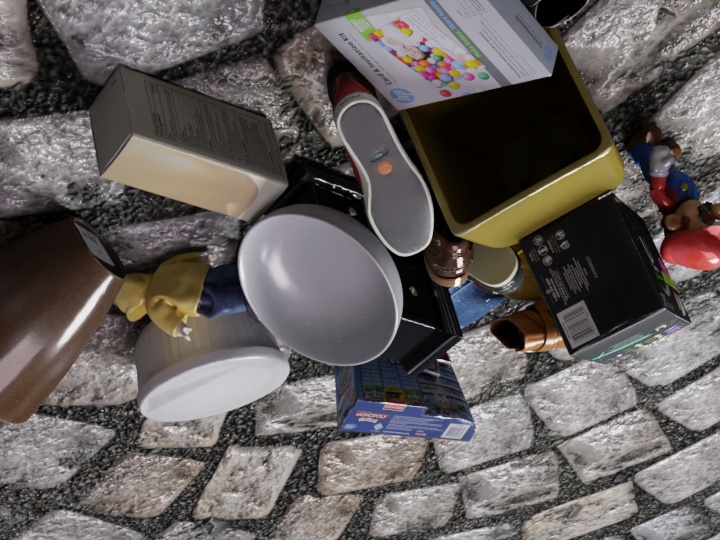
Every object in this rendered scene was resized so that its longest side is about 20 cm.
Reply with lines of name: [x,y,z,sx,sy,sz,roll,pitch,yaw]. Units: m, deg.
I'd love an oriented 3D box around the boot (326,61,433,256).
boot: [0.020,-0.125,1.510,0.072,0.145,0.202,-22,118,3]

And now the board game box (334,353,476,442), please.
board game box: [0.042,0.119,1.793,0.198,0.201,0.062,9,132,-30]

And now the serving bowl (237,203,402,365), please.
serving bowl: [-0.037,0.006,1.540,0.198,0.066,0.202,16,130,20]

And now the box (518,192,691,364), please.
box: [0.289,0.015,1.616,0.123,0.150,0.200,-27,165,17]

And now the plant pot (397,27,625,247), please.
plant pot: [0.184,-0.138,1.553,0.194,0.196,0.200,-29,156,15]

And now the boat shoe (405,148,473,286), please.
boat shoe: [0.085,-0.076,1.577,0.069,0.201,0.071,-13,138,-10]

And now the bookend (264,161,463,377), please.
bookend: [0.000,0.000,1.638,0.198,0.201,0.092,19,134,-38]

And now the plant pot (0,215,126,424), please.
plant pot: [-0.369,0.037,1.574,0.200,0.188,0.187,-40,141,7]

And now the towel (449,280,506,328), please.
towel: [0.116,0.050,1.883,0.199,0.049,0.111,-35,142,22]

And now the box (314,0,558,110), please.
box: [0.075,-0.237,1.402,0.198,0.042,0.156,-6,146,40]

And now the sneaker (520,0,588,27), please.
sneaker: [0.127,-0.279,1.404,0.198,0.107,0.075,-23,144,8]

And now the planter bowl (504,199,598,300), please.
planter bowl: [0.253,-0.048,1.769,0.198,0.084,0.201,-15,154,-8]

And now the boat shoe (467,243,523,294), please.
boat shoe: [0.111,-0.043,1.647,0.074,0.201,0.063,-49,155,0]

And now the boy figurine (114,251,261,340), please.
boy figurine: [-0.211,0.032,1.664,0.197,0.126,0.065,-5,141,15]

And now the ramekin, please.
ramekin: [-0.195,0.110,1.761,0.200,0.095,0.203,-16,160,-6]

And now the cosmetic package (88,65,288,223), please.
cosmetic package: [-0.182,-0.131,1.474,0.198,0.106,0.071,17,133,-36]

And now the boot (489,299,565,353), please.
boot: [0.240,0.066,1.861,0.153,0.075,0.200,-13,-176,-20]

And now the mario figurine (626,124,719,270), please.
mario figurine: [0.402,-0.091,1.687,0.122,0.202,0.107,-3,143,-19]
